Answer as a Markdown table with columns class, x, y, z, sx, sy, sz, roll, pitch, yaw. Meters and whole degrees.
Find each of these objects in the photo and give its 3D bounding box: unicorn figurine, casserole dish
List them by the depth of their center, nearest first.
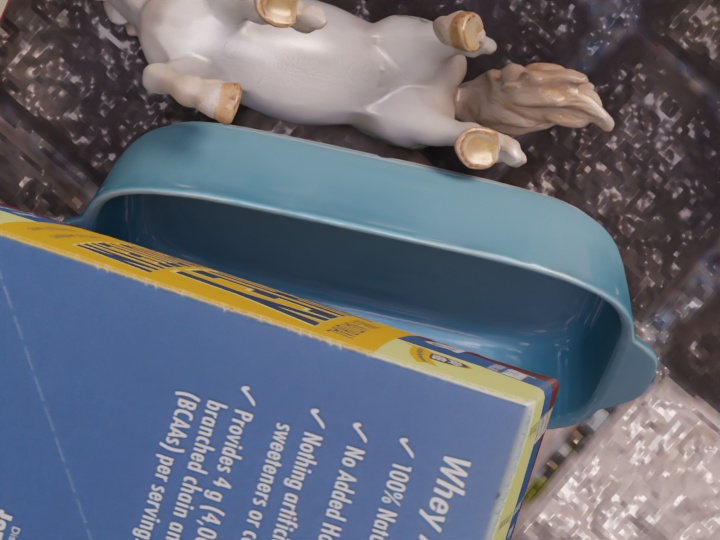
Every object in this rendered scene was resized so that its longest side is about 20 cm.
| class | x | y | z | sx | sy | sz | roll | pitch | yaw |
| --- | --- | --- | --- | --- | --- | --- | --- | --- | --- |
| unicorn figurine | -0.027 | -0.077 | 0.762 | 0.200 | 0.137 | 0.074 | 30 | 92 | -19 |
| casserole dish | 0.000 | 0.000 | 0.763 | 0.199 | 0.121 | 0.039 | 13 | 64 | 0 |

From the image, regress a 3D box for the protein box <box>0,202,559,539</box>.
| class | x | y | z | sx | sy | sz | roll | pitch | yaw |
| --- | --- | --- | --- | --- | --- | --- | --- | --- | --- |
| protein box | -0.069 | 0.096 | 0.664 | 0.199 | 0.135 | 0.199 | 17 | 92 | 7 |

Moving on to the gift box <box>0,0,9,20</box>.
| class | x | y | z | sx | sy | sz | roll | pitch | yaw |
| --- | --- | --- | --- | --- | --- | --- | --- | --- | --- |
| gift box | -0.188 | -0.179 | 0.703 | 0.200 | 0.187 | 0.185 | 37 | 107 | 19 |
